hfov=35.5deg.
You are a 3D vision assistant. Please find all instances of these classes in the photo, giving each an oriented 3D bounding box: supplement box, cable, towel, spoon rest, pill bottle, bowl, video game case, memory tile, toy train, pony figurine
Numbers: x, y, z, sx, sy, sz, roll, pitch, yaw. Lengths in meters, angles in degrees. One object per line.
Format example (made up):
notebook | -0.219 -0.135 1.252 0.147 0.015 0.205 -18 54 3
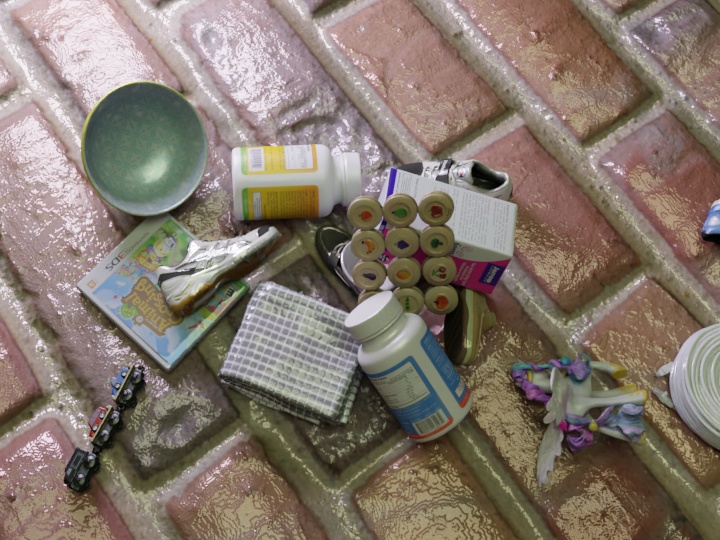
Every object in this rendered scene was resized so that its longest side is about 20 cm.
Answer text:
supplement box | 0.119 -0.057 1.641 0.197 0.102 0.105 14 53 -6
cable | 0.564 0.172 1.676 0.199 0.069 0.200 -39 74 -18
towel | -0.089 0.122 1.645 0.197 0.086 0.168 20 67 5
spoon rest | 0.051 -0.029 1.696 0.099 0.061 0.199 45 47 16
pill bottle | -0.099 -0.137 1.743 0.196 0.111 0.113 -3 66 -5
bowl | -0.344 -0.191 1.738 0.197 0.107 0.204 -5 102 -26
video game case | -0.298 0.025 1.706 0.199 0.022 0.182 39 70 13
memory tile | 0.061 -0.018 1.586 0.150 0.203 0.017 -2 32 6
toy train | -0.367 0.221 1.612 0.045 0.034 0.202 19 67 18
pony figurine | 0.309 0.198 1.620 0.196 0.169 0.194 6 34 2
pill bottle | 0.065 0.133 1.592 0.112 0.112 0.201 -38 105 -18

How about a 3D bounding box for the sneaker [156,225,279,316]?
sneaker | -0.215 -0.023 1.680 0.199 0.076 0.088 -34 72 -17

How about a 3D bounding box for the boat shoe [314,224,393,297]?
boat shoe | 0.000 0.000 1.719 0.066 0.057 0.201 -33 72 -16

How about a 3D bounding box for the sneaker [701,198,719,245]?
sneaker | 0.626 -0.026 1.772 0.199 0.079 0.090 33 75 19

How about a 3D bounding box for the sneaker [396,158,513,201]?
sneaker | 0.146 -0.148 1.779 0.196 0.089 0.075 6 67 0

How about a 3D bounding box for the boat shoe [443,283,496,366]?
boat shoe | 0.168 0.069 1.664 0.075 0.072 0.202 21 39 -15
